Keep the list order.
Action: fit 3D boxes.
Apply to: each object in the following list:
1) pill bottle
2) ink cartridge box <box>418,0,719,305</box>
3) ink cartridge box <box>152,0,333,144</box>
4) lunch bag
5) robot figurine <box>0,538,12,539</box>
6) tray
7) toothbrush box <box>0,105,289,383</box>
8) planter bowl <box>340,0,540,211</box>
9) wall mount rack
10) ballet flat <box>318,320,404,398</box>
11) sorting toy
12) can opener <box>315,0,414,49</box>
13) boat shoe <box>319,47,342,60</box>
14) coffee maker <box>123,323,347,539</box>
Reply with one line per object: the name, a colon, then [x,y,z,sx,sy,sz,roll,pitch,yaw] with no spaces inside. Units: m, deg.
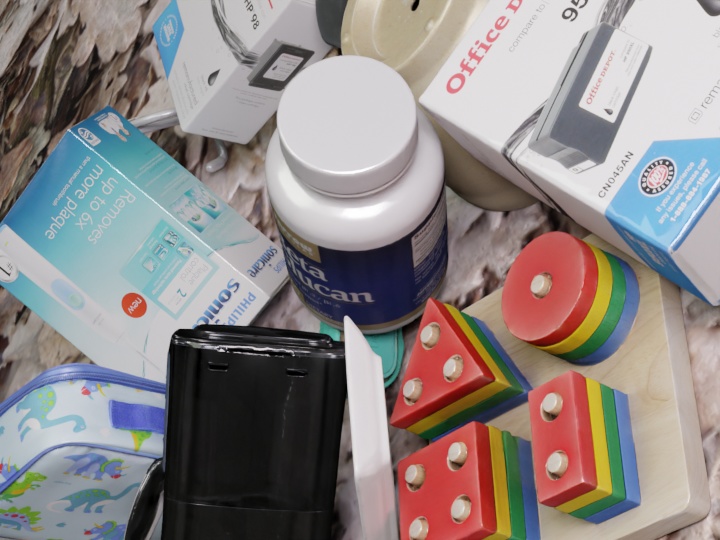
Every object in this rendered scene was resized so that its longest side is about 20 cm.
pill bottle: [-0.002,-0.047,1.020,0.200,0.111,0.111,81,-167,-63]
ink cartridge box: [0.153,-0.096,0.910,0.200,0.084,0.145,35,89,39]
ink cartridge box: [-0.074,-0.206,1.253,0.200,0.067,0.116,-45,51,36]
lunch bag: [-0.176,0.140,1.186,0.161,0.200,0.082,-38,50,38]
robot figurine: [-0.297,0.251,1.364,0.200,0.113,0.170,-55,7,17]
tray: [0.009,0.122,1.003,0.200,0.022,0.107,84,-179,-56]
toothbrush box: [-0.174,-0.006,1.266,0.146,0.200,0.085,-48,3,24]
planter bowl: [0.073,-0.155,1.078,0.200,0.135,0.200,-31,47,42]
wall mount rack: [-0.219,-0.087,1.413,0.200,0.174,0.075,-12,96,51]
ballet flat: [0.000,0.000,1.152,0.070,0.067,0.200,-40,38,56]
sorting toy: [0.096,0.078,0.964,0.200,0.070,0.199,-34,46,40]
can opener: [-0.004,-0.134,1.186,0.066,0.053,0.200,17,110,25]
boat shoe: [-0.004,-0.204,1.274,0.065,0.072,0.200,3,79,50]
coffee maker: [-0.062,0.138,1.028,0.192,0.135,0.200,-168,81,-64]
